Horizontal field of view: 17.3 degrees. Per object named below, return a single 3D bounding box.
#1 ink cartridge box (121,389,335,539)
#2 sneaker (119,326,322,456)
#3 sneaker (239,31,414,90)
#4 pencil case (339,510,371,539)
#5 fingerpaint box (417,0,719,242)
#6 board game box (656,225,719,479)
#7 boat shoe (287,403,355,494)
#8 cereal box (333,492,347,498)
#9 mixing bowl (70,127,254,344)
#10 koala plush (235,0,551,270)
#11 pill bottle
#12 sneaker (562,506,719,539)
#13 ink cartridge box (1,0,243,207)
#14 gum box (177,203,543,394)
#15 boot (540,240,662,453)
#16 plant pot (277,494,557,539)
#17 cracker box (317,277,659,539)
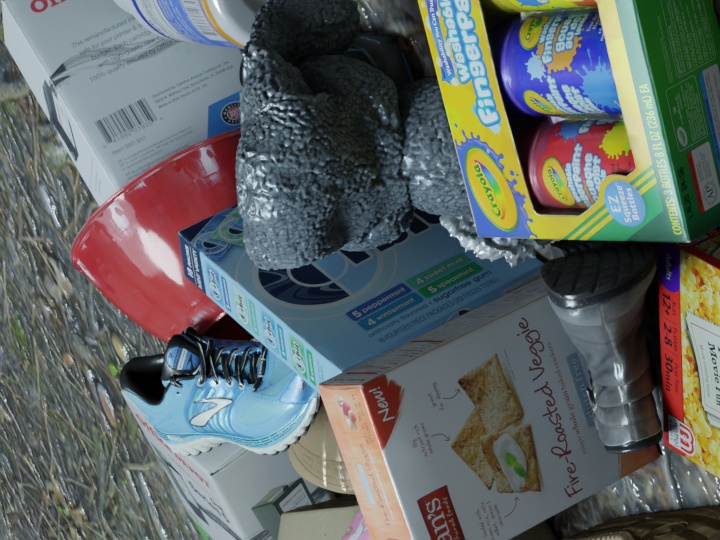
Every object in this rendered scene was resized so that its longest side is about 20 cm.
[{"bbox_3d":[-0.088,0.166,1.861,0.145,0.084,0.200,36,158,46],"label":"ink cartridge box"},{"bbox_3d":[-0.100,0.082,1.696,0.200,0.078,0.090,-16,136,43],"label":"sneaker"},{"bbox_3d":[-0.045,-0.138,1.693,0.200,0.082,0.073,9,120,60],"label":"sneaker"},{"bbox_3d":[0.029,0.195,1.585,0.083,0.200,0.087,37,178,-17],"label":"pencil case"},{"bbox_3d":[0.124,-0.120,1.378,0.167,0.073,0.200,3,114,46],"label":"fingerpaint box"},{"bbox_3d":[0.254,0.071,1.361,0.200,0.046,0.152,32,137,48],"label":"board game box"},{"bbox_3d":[0.037,0.120,1.703,0.200,0.065,0.072,-11,84,38],"label":"boat shoe"},{"bbox_3d":[-0.028,0.172,1.950,0.200,0.040,0.144,33,139,46],"label":"cereal box"},{"bbox_3d":[-0.104,-0.009,1.766,0.108,0.200,0.200,60,152,17],"label":"mixing bowl"},{"bbox_3d":[0.027,-0.077,1.516,0.184,0.200,0.178,-78,-13,-69],"label":"koala plush"},{"bbox_3d":[-0.107,-0.218,1.709,0.200,0.112,0.112,15,124,57],"label":"pill bottle"},{"bbox_3d":[0.203,0.218,1.540,0.113,0.071,0.200,71,160,0],"label":"sneaker"},{"bbox_3d":[-0.167,-0.143,1.828,0.200,0.145,0.084,58,163,15],"label":"ink cartridge box"},{"bbox_3d":[0.000,0.000,1.622,0.200,0.170,0.045,38,146,43],"label":"gum box"},{"bbox_3d":[0.155,0.049,1.422,0.200,0.070,0.132,-40,-62,-79],"label":"boot"},{"bbox_3d":[0.045,0.243,1.733,0.200,0.200,0.177,-16,85,63],"label":"plant pot"},{"bbox_3d":[0.085,0.097,1.515,0.058,0.200,0.134,-3,109,59],"label":"cracker box"}]
